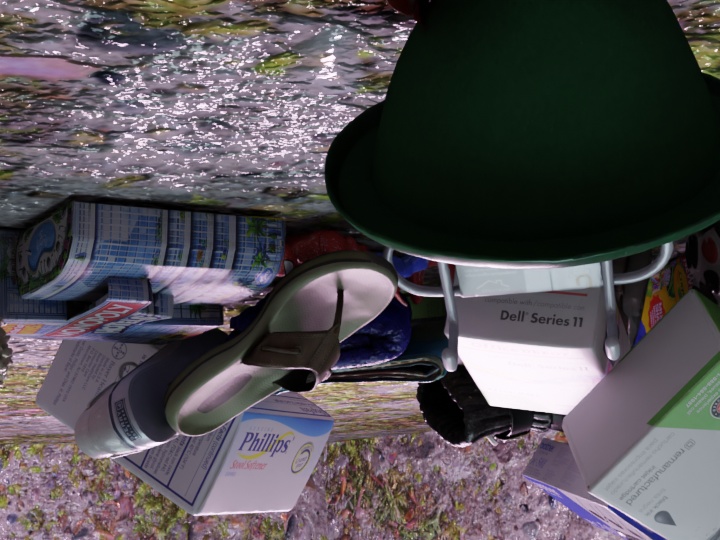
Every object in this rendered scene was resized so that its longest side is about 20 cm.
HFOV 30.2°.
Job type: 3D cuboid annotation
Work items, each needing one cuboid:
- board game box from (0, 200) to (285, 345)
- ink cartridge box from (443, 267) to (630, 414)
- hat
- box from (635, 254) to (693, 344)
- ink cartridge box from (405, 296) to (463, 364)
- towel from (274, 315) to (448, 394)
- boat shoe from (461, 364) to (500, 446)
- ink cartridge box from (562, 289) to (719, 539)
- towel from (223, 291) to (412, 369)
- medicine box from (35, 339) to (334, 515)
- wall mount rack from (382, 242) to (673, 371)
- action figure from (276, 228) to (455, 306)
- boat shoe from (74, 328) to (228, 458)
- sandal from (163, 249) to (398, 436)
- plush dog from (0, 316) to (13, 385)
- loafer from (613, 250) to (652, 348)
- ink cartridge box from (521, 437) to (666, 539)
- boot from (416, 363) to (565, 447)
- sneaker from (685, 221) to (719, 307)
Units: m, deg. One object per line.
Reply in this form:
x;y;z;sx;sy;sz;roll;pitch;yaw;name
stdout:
-0.181;0.006;0.891;0.197;0.063;0.199;2;169;-33;board game box
0.134;0.045;1.012;0.115;0.068;0.200;4;156;22;ink cartridge box
0.054;-0.113;0.438;0.163;0.178;0.201;-6;-153;6;hat
0.319;0.099;1.177;0.120;0.203;0.193;-1;169;-9;box
0.128;0.048;1.230;0.198;0.060;0.103;-10;168;32;ink cartridge box
0.008;0.067;1.107;0.144;0.022;0.200;-5;-174;9;towel
0.131;0.101;1.333;0.057;0.067;0.201;-35;-161;13;boat shoe
0.272;0.131;0.979;0.199;0.084;0.146;32;112;-24;ink cartridge box
-0.032;0.040;1.066;0.145;0.050;0.200;-7;-174;3;towel
-0.154;0.126;1.204;0.199;0.104;0.182;30;-175;25;medicine box
0.103;-0.013;0.865;0.197;0.075;0.175;-5;131;12;wall mount rack
0.000;0.000;0.967;0.065;0.053;0.199;-5;169;39;action figure
-0.156;0.102;1.017;0.085;0.075;0.202;-24;-176;21;boat shoe
-0.049;0.061;0.915;0.200;0.058;0.079;-41;138;17;sandal
-0.315;0.036;0.759;0.196;0.174;0.161;0;-146;2;plush dog
0.204;0.016;1.097;0.062;0.073;0.200;12;166;12;loafer
0.219;0.197;1.154;0.093;0.045;0.200;35;172;-10;ink cartridge box
0.158;0.114;1.163;0.156;0.081;0.210;2;175;-28;boot
0.295;-0.016;0.956;0.082;0.082;0.200;-16;180;-3;sneaker
